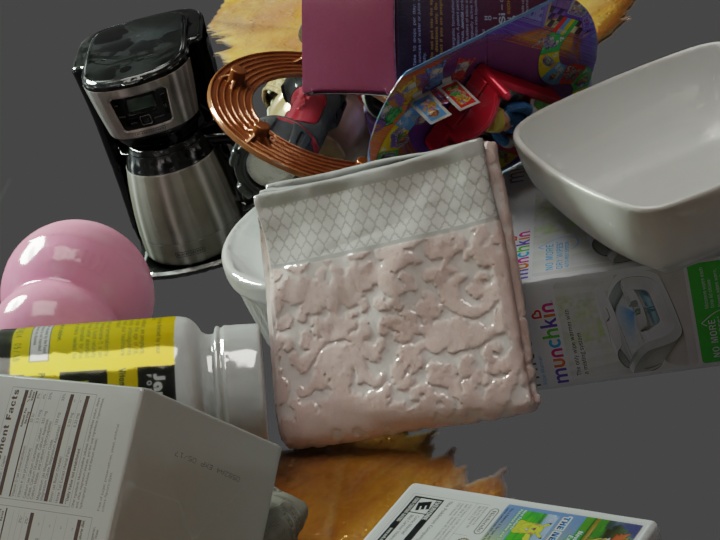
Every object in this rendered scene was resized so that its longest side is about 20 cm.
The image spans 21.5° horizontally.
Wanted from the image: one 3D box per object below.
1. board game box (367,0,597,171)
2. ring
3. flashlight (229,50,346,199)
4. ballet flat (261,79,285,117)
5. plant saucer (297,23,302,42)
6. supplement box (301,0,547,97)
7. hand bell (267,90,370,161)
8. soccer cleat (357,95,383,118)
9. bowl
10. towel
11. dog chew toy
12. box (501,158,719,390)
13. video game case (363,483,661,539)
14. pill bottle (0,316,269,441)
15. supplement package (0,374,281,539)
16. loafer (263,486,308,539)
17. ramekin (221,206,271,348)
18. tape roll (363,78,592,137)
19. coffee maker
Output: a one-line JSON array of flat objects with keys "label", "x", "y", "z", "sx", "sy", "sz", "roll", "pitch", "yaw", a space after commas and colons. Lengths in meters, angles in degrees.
[{"label": "board game box", "x": 0.099, "y": -0.105, "z": 1.362, "sx": 0.199, "sy": 0.158, "sz": 0.039, "roll": -27, "pitch": 55, "yaw": -17}, {"label": "ring", "x": -0.021, "y": -0.124, "z": 1.488, "sx": 0.199, "sy": 0.019, "sz": 0.201, "roll": 13, "pitch": 33, "yaw": -8}, {"label": "flashlight", "x": -0.055, "y": -0.124, "z": 1.555, "sx": 0.068, "sy": 0.068, "sz": 0.200, "roll": 14, "pitch": 31, "yaw": 2}, {"label": "ballet flat", "x": -0.051, "y": -0.143, "z": 1.818, "sx": 0.065, "sy": 0.070, "sz": 0.200, "roll": -44, "pitch": 25, "yaw": 6}, {"label": "plant saucer", "x": 0.046, "y": -0.218, "z": 1.648, "sx": 0.199, "sy": 0.036, "sz": 0.200, "roll": -18, "pitch": -10, "yaw": -3}, {"label": "supplement box", "x": 0.063, "y": -0.181, "z": 1.477, "sx": 0.199, "sy": 0.086, "sz": 0.110, "roll": -7, "pitch": 10, "yaw": -42}, {"label": "hand bell", "x": -0.043, "y": -0.077, "z": 1.633, "sx": 0.104, "sy": 0.105, "sz": 0.200, "roll": -10, "pitch": 30, "yaw": 13}, {"label": "soccer cleat", "x": 0.087, "y": -0.189, "z": 1.624, "sx": 0.199, "sy": 0.068, "sz": 0.073, "roll": -23, "pitch": 26, "yaw": -6}, {"label": "bowl", "x": 0.224, "y": -0.074, "z": 1.300, "sx": 0.199, "sy": 0.075, "sz": 0.200, "roll": -23, "pitch": 30, "yaw": -15}, {"label": "towel", "x": 0.019, "y": 0.018, "z": 1.316, "sx": 0.199, "sy": 0.192, "sz": 0.032, "roll": -11, "pitch": -6, "yaw": 30}, {"label": "dog chew toy", "x": -0.236, "y": 0.051, "z": 1.485, "sx": 0.124, "sy": 0.125, "sz": 0.200, "roll": -7, "pitch": 36, "yaw": 18}, {"label": "box", "x": 0.188, "y": -0.010, "z": 1.383, "sx": 0.176, "sy": 0.097, "sz": 0.200, "roll": -8, "pitch": 29, "yaw": 12}, {"label": "video game case", "x": 0.058, "y": 0.204, "z": 1.135, "sx": 0.182, "sy": 0.022, "sz": 0.200, "roll": 4, "pitch": 33, "yaw": 35}, {"label": "pill bottle", "x": -0.167, "y": 0.092, "z": 1.347, "sx": 0.199, "sy": 0.115, "sz": 0.114, "roll": -5, "pitch": 27, "yaw": -2}, {"label": "supplement package", "x": -0.182, "y": 0.154, "z": 1.160, "sx": 0.199, "sy": 0.152, "sz": 0.151, "roll": 3, "pitch": 73, "yaw": 32}, {"label": "loafer", "x": -0.127, "y": 0.164, "z": 1.270, "sx": 0.199, "sy": 0.070, "sz": 0.070, "roll": 8, "pitch": 28, "yaw": 30}, {"label": "ramekin", "x": 0.000, "y": 0.000, "z": 1.469, "sx": 0.201, "sy": 0.095, "sz": 0.203, "roll": -13, "pitch": 27, "yaw": 7}, {"label": "tape roll", "x": 0.108, "y": -0.129, "z": 1.662, "sx": 0.199, "sy": 0.085, "sz": 0.200, "roll": -12, "pitch": 28, "yaw": 7}, {"label": "coffee maker", "x": -0.174, "y": -0.120, "z": 1.674, "sx": 0.134, "sy": 0.201, "sz": 0.192, "roll": -24, "pitch": 28, "yaw": -15}]
